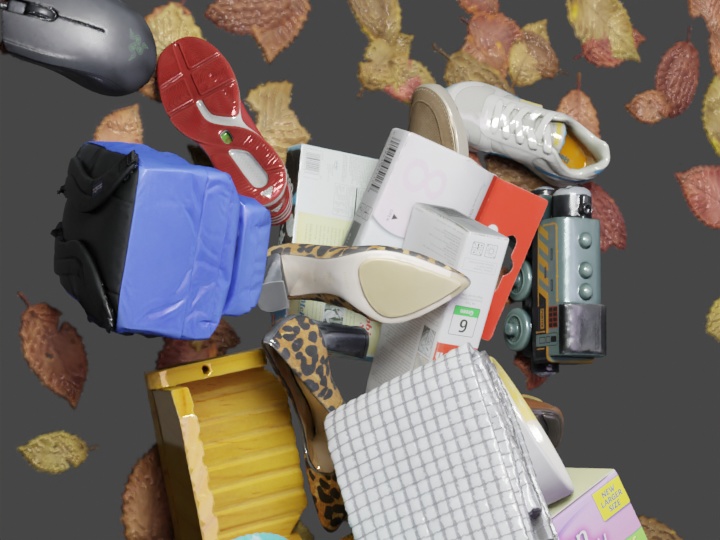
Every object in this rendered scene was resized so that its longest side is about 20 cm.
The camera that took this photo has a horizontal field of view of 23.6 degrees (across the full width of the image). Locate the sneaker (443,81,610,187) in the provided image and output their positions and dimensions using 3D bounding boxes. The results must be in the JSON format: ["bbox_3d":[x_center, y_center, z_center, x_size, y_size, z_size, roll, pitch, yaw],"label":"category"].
[{"bbox_3d":[0.173,-0.150,1.818,0.198,0.081,0.077,20,77,-25],"label":"sneaker"}]

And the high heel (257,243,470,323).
[{"bbox_3d":[0.000,0.000,1.603,0.198,0.143,0.072,-2,104,0],"label":"high heel"}]

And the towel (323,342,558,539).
[{"bbox_3d":[0.072,0.189,1.529,0.086,0.164,0.202,35,33,-61],"label":"towel"}]

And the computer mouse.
[{"bbox_3d":[-0.273,-0.220,1.591,0.198,0.053,0.140,14,77,-27],"label":"computer mouse"}]

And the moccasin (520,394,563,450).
[{"bbox_3d":[0.106,0.147,1.756,0.199,0.078,0.075,-1,101,-11],"label":"moccasin"}]

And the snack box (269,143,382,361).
[{"bbox_3d":[-0.025,-0.016,1.718,0.115,0.037,0.202,10,80,-28],"label":"snack box"}]

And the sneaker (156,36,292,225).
[{"bbox_3d":[-0.130,-0.123,1.661,0.078,0.116,0.201,-26,68,-4],"label":"sneaker"}]

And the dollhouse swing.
[{"bbox_3d":[-0.105,0.178,1.576,0.180,0.175,0.202,-11,89,-29],"label":"dollhouse swing"}]

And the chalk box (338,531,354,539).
[{"bbox_3d":[0.017,0.366,1.637,0.123,0.124,0.202,-25,122,-29],"label":"chalk box"}]

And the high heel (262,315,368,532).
[{"bbox_3d":[-0.053,0.145,1.618,0.142,0.071,0.202,9,84,-53],"label":"high heel"}]

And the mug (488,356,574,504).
[{"bbox_3d":[0.098,0.177,1.654,0.152,0.187,0.150,-34,118,7],"label":"mug"}]

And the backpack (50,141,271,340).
[{"bbox_3d":[-0.184,-0.025,1.539,0.166,0.199,0.164,12,94,-32],"label":"backpack"}]

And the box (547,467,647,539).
[{"bbox_3d":[0.151,0.279,1.694,0.175,0.199,0.097,-31,100,-28],"label":"box"}]

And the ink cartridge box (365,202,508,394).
[{"bbox_3d":[0.070,0.047,1.636,0.050,0.109,0.202,8,102,-29],"label":"ink cartridge box"}]

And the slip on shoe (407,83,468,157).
[{"bbox_3d":[0.065,-0.089,1.758,0.060,0.076,0.203,-4,94,-35],"label":"slip on shoe"}]

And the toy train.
[{"bbox_3d":[0.208,0.009,1.801,0.084,0.114,0.202,5,83,-29],"label":"toy train"}]

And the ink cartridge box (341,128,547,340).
[{"bbox_3d":[0.087,-0.030,1.708,0.198,0.057,0.164,22,93,-22],"label":"ink cartridge box"}]

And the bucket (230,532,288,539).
[{"bbox_3d":[-0.083,0.334,1.460,0.206,0.135,0.209,-26,136,-27],"label":"bucket"}]
